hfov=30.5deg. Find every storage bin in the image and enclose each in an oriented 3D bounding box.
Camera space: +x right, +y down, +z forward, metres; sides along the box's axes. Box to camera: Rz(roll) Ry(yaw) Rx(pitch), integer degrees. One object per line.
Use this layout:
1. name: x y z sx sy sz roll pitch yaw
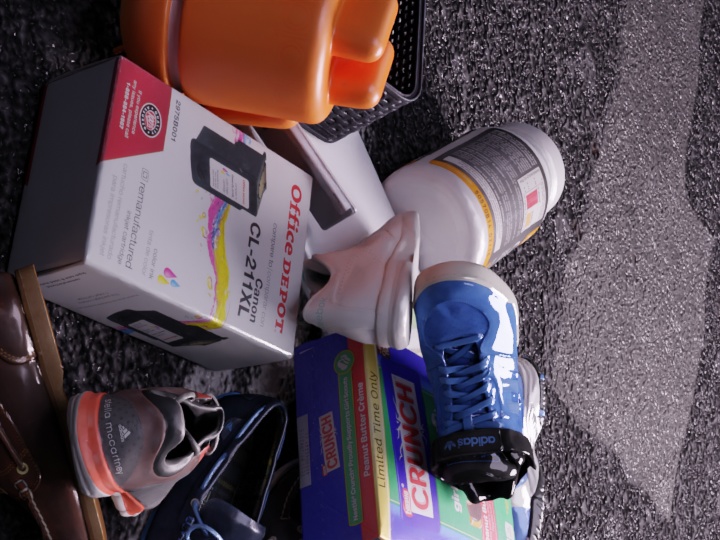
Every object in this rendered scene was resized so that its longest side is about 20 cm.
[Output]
1. storage bin: -0.025 -0.223 1.061 0.135 0.093 0.202 30 52 -38

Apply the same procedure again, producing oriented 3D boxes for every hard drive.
1. hard drive: -0.022 -0.048 1.078 0.132 0.026 0.202 -30 98 -52

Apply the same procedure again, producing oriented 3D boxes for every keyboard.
1. keyboard: -0.071 -0.119 0.989 0.011 0.056 0.201 -36 96 -24

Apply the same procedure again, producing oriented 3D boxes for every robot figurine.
1. robot figurine: -0.076 -0.167 0.895 0.144 0.197 0.118 50 51 -81

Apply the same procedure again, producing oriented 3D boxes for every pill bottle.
1. pill bottle: 0.103 -0.064 1.197 0.199 0.115 0.118 -31 106 -51

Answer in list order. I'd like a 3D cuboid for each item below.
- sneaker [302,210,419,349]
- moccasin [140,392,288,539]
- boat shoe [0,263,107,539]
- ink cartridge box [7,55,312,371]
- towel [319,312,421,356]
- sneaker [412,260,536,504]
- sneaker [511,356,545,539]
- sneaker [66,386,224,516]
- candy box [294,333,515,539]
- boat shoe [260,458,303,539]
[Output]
1. sneaker: 0.000 0.000 0.995 0.200 0.087 0.076 -69 161 -74
2. moccasin: -0.101 0.170 0.903 0.080 0.068 0.202 38 53 -41
3. boat shoe: -0.203 0.098 0.794 0.069 0.070 0.203 -18 105 -16
4. ink cartridge box: -0.128 -0.032 0.907 0.199 0.082 0.148 29 59 -46
5. towel: 0.018 0.112 1.118 0.148 0.030 0.203 4 76 -55
6. sneaker: 0.082 0.090 0.946 0.201 0.076 0.112 74 13 -50
7. sneaker: 0.121 0.178 1.210 0.076 0.075 0.203 9 73 -28
8. sneaker: -0.120 0.109 0.823 0.200 0.081 0.078 66 12 -83
9. candy box: 0.038 0.157 1.021 0.199 0.076 0.171 31 45 -45
10. boat shoe: -0.056 0.221 0.957 0.074 0.060 0.201 55 43 -26
